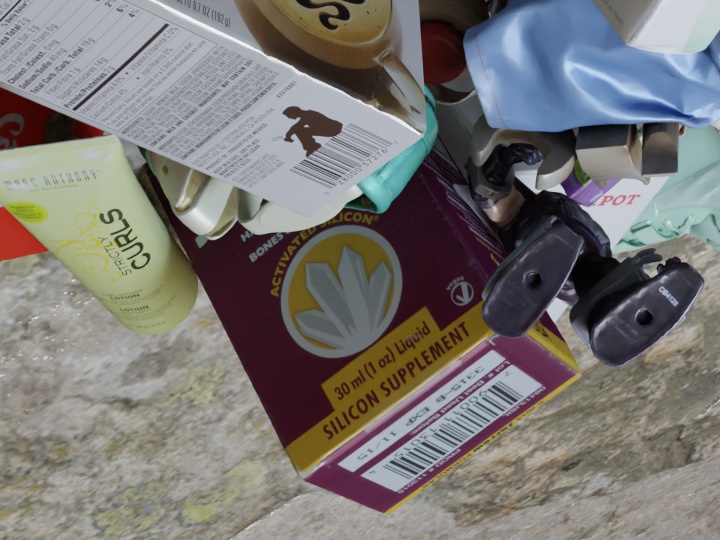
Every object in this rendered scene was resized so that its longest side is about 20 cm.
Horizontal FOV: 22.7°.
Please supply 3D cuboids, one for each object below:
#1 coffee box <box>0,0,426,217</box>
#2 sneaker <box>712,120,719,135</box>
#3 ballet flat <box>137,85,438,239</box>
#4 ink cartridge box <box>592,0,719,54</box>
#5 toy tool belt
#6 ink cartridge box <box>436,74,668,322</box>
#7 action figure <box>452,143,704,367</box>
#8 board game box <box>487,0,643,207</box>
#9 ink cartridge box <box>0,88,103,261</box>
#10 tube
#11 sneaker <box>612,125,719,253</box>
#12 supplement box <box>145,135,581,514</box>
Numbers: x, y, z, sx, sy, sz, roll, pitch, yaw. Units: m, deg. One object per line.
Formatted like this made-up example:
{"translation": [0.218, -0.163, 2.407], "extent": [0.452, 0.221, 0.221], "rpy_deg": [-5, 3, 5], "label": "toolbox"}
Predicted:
{"translation": [-0.075, -0.115, 0.687], "extent": [0.199, 0.114, 0.080], "rpy_deg": [23, 141, -33], "label": "coffee box"}
{"translation": [0.206, -0.114, 1.008], "extent": [0.080, 0.076, 0.201], "rpy_deg": [-28, 117, -6], "label": "sneaker"}
{"translation": [-0.052, -0.050, 0.824], "extent": [0.067, 0.199, 0.071], "rpy_deg": [47, 58, -32], "label": "ballet flat"}
{"translation": [0.119, -0.206, 0.651], "extent": [0.050, 0.161, 0.200], "rpy_deg": [-4, 140, -39], "label": "ink cartridge box"}
{"translation": [0.097, -0.094, 0.758], "extent": [0.198, 0.123, 0.125], "rpy_deg": [-10, 130, 21], "label": "toy tool belt"}
{"translation": [0.066, -0.018, 1.061], "extent": [0.147, 0.086, 0.201], "rpy_deg": [-3, 138, -39], "label": "ink cartridge box"}
{"translation": [0.100, -0.007, 0.835], "extent": [0.070, 0.130, 0.200], "rpy_deg": [-56, -175, 11], "label": "action figure"}
{"translation": [0.155, -0.142, 0.920], "extent": [0.200, 0.120, 0.032], "rpy_deg": [-41, 149, 18], "label": "board game box"}
{"translation": [-0.207, -0.024, 0.837], "extent": [0.199, 0.050, 0.163], "rpy_deg": [-13, 146, -24], "label": "ink cartridge box"}
{"translation": [-0.130, -0.021, 0.884], "extent": [0.058, 0.052, 0.200], "rpy_deg": [-45, 159, -8], "label": "tube"}
{"translation": [0.196, -0.022, 1.127], "extent": [0.201, 0.118, 0.074], "rpy_deg": [-49, 166, 29], "label": "sneaker"}
{"translation": [0.000, 0.000, 0.908], "extent": [0.131, 0.201, 0.103], "rpy_deg": [-38, 149, 12], "label": "supplement box"}
